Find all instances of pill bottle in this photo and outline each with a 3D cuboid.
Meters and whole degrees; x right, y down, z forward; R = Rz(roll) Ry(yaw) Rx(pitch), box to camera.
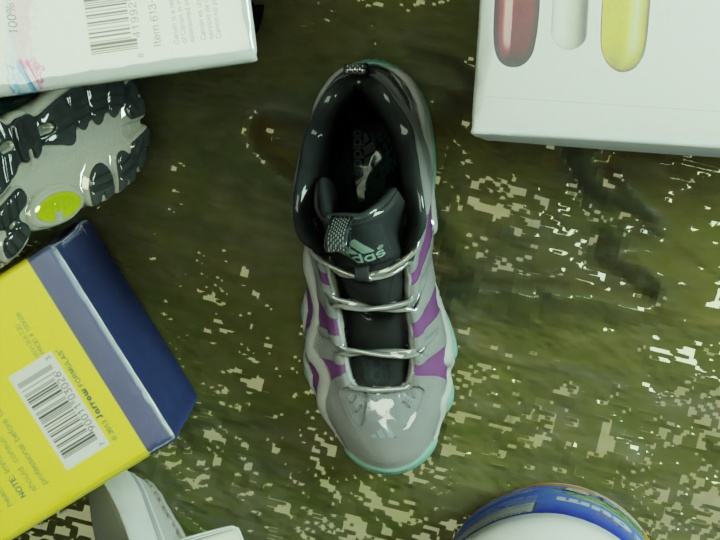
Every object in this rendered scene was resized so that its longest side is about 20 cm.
[{"bbox_3d":[0.084,0.161,1.165,0.112,0.200,0.112,0,92,5],"label":"pill bottle"}]

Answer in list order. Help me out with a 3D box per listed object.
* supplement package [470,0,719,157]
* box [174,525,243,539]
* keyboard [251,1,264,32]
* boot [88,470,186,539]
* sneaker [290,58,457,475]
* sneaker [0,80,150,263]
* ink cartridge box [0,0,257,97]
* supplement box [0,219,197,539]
[{"bbox_3d":[0.154,-0.108,1.173,0.199,0.156,0.111,3,92,5],"label":"supplement package"},{"bbox_3d":[-0.125,0.185,1.188,0.200,0.082,0.069,-35,73,49],"label":"box"},{"bbox_3d":[-0.149,-0.121,1.226,0.199,0.104,0.040,-2,113,5],"label":"keyboard"},{"bbox_3d":[-0.057,0.178,1.254,0.095,0.074,0.200,-19,77,-22],"label":"boot"},{"bbox_3d":[0.000,0.000,1.198,0.077,0.140,0.201,-7,90,5],"label":"sneaker"},{"bbox_3d":[-0.184,-0.039,1.197,0.079,0.200,0.078,-1,105,40],"label":"sneaker"},{"bbox_3d":[-0.154,-0.151,1.135,0.199,0.083,0.146,-8,96,-4],"label":"ink cartridge box"},{"bbox_3d":[-0.193,0.076,1.229,0.200,0.109,0.110,-32,95,5],"label":"supplement box"}]
